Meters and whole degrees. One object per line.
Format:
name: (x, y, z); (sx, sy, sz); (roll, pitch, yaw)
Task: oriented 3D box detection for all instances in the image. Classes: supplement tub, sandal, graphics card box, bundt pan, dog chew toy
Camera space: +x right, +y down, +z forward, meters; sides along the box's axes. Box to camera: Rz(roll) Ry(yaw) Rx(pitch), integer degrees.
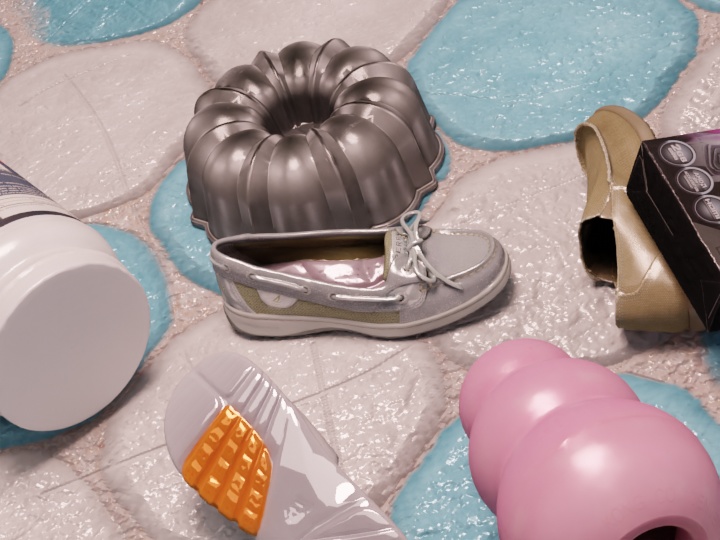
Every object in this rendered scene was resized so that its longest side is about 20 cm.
supplement tub: (-0.249, 0.009, 1.172); (0.140, 0.140, 0.200); (-37, 46, -21)
sandal: (-0.040, 0.139, 1.038); (0.079, 0.059, 0.207); (-43, 67, -5)
graphics card box: (0.281, -0.038, 1.074); (0.200, 0.051, 0.126); (-10, 51, -16)
bundt pan: (-0.042, -0.100, 1.273); (0.202, 0.076, 0.202); (-8, 43, 8)
dog chew toy: (0.118, 0.108, 0.976); (0.124, 0.125, 0.200); (-24, 34, -9)

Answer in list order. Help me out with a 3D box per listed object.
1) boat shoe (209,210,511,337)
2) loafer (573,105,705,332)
boat shoe: (-0.001, -0.001, 1.162); (0.202, 0.065, 0.074); (-3, 44, 14)
loafer: (0.173, -0.037, 1.138); (0.067, 0.076, 0.200); (-12, 42, -5)
